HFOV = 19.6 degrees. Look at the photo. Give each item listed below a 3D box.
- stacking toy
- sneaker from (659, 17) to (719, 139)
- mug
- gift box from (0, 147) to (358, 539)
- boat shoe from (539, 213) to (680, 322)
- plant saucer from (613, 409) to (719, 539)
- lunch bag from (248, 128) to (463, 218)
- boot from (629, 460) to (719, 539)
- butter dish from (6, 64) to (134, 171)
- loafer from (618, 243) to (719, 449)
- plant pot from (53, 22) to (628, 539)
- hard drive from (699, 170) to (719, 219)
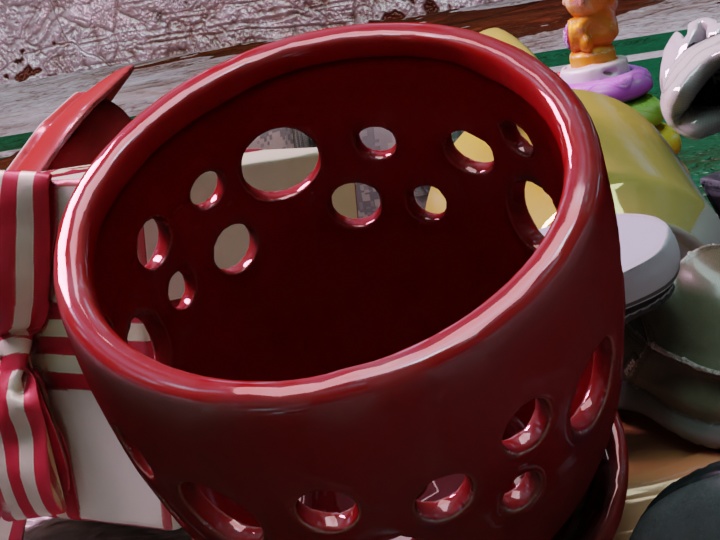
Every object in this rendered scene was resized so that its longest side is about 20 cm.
[{"bbox_3d":[0.148,-0.089,1.264,0.109,0.202,0.116,-8,14,17],"label":"stacking toy"},{"bbox_3d":[0.246,-0.114,1.076,0.199,0.076,0.081,-21,11,23],"label":"sneaker"},{"bbox_3d":[0.105,-0.013,1.061,0.186,0.150,0.153,29,9,-18],"label":"mug"},{"bbox_3d":[-0.122,0.036,1.034,0.199,0.186,0.186,-6,4,38],"label":"gift box"},{"bbox_3d":[0.057,0.030,0.920,0.199,0.057,0.069,-19,24,29],"label":"boat shoe"},{"bbox_3d":[0.112,0.085,0.916,0.198,0.033,0.200,-11,12,2],"label":"plant saucer"},{"bbox_3d":[0.006,-0.074,1.473,0.166,0.141,0.200,-9,13,14],"label":"lunch bag"},{"bbox_3d":[0.144,0.117,0.668,0.199,0.070,0.131,-6,18,42],"label":"boot"},{"bbox_3d":[-0.183,-0.017,1.418,0.200,0.147,0.200,-51,7,13],"label":"butter dish"},{"bbox_3d":[0.147,0.028,0.899,0.075,0.070,0.199,-19,14,-30],"label":"loafer"},{"bbox_3d":[0.007,0.036,0.777,0.199,0.183,0.201,-11,42,10],"label":"plant pot"},{"bbox_3d":[0.285,-0.050,1.033,0.198,0.043,0.135,-16,13,-17],"label":"hard drive"}]
